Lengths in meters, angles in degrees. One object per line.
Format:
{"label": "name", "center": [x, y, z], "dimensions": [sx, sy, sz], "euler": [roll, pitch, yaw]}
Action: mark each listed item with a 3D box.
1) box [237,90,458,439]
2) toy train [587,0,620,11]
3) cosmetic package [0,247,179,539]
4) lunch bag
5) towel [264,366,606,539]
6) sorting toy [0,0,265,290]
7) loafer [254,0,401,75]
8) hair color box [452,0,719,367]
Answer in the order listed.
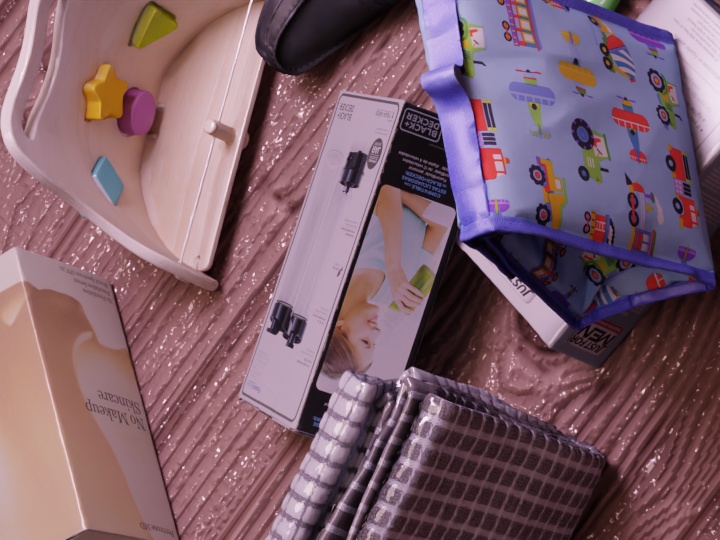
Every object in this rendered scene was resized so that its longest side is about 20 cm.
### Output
{"label": "box", "center": [0.000, 0.000, 1.494], "dimensions": [0.117, 0.060, 0.201], "euler": [17, 88, 69]}
{"label": "toy train", "center": [0.123, -0.154, 1.500], "dimensions": [0.056, 0.042, 0.201], "euler": [35, 98, 26]}
{"label": "cosmetic package", "center": [-0.191, 0.096, 1.607], "dimensions": [0.071, 0.105, 0.201], "euler": [-30, 64, 24]}
{"label": "lunch bag", "center": [0.095, -0.071, 1.320], "dimensions": [0.094, 0.200, 0.152], "euler": [-19, 67, 28]}
{"label": "towel", "center": [0.040, 0.146, 1.374], "dimensions": [0.085, 0.200, 0.167], "euler": [29, 95, 35]}
{"label": "sorting toy", "center": [-0.151, -0.110, 1.588], "dimensions": [0.106, 0.180, 0.202], "euler": [11, 83, 36]}
{"label": "loafer", "center": [0.013, -0.195, 1.566], "dimensions": [0.201, 0.068, 0.071], "euler": [-46, 49, 11]}
{"label": "hair color box", "center": [0.156, -0.055, 1.436], "dimensions": [0.200, 0.061, 0.099], "euler": [-50, 55, 13]}
